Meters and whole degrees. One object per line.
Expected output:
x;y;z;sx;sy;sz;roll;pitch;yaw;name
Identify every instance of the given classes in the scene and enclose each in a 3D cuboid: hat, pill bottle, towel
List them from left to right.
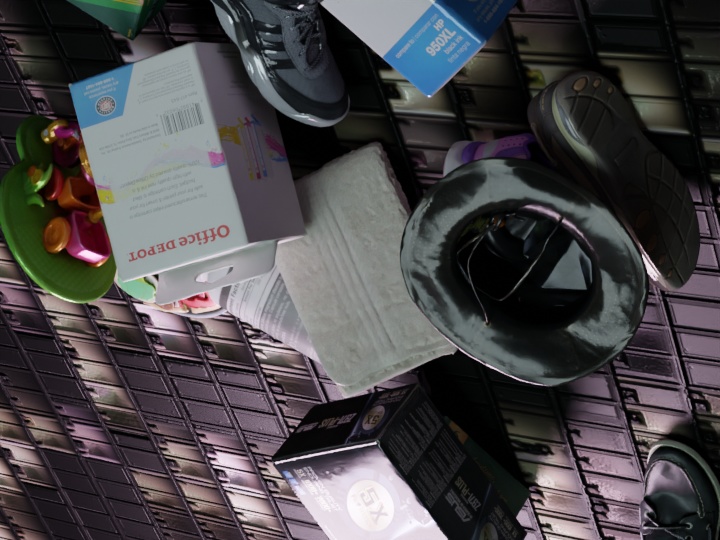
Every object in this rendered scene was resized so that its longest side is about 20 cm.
-0.070;0.003;1.827;0.200;0.114;0.114;29;143;9;pill bottle
0.000;0.000;1.735;0.132;0.034;0.201;-24;89;12;towel
0.137;-0.010;1.575;0.200;0.081;0.201;7;115;16;hat

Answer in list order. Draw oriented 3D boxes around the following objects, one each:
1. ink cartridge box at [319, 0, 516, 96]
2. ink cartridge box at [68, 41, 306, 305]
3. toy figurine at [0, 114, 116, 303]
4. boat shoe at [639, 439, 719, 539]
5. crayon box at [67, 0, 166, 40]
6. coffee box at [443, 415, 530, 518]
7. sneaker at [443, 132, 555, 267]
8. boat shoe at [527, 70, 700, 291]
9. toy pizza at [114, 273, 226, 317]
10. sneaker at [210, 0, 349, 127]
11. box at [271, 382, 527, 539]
0.025;-0.250;1.431;0.200;0.145;0.084;40;142;-7;ink cartridge box
-0.142;-0.081;1.686;0.128;0.125;0.201;-15;90;23;ink cartridge box
-0.225;-0.096;1.844;0.184;0.201;0.150;-28;149;30;toy figurine
0.293;0.243;1.842;0.074;0.066;0.200;17;140;24;boat shoe
-0.208;-0.299;1.649;0.119;0.058;0.200;32;144;5;crayon box
0.071;0.230;2.024;0.123;0.044;0.200;44;143;-9;coffee box
0.157;-0.037;1.640;0.088;0.081;0.200;-24;117;33;sneaker
0.202;-0.071;1.574;0.073;0.074;0.200;-5;121;56;boat shoe
-0.210;-0.022;1.981;0.200;0.032;0.201;22;142;18;toy pizza
-0.050;-0.206;1.609;0.114;0.076;0.200;-10;122;48;sneaker
0.037;0.222;1.935;0.164;0.086;0.200;-15;117;47;box
